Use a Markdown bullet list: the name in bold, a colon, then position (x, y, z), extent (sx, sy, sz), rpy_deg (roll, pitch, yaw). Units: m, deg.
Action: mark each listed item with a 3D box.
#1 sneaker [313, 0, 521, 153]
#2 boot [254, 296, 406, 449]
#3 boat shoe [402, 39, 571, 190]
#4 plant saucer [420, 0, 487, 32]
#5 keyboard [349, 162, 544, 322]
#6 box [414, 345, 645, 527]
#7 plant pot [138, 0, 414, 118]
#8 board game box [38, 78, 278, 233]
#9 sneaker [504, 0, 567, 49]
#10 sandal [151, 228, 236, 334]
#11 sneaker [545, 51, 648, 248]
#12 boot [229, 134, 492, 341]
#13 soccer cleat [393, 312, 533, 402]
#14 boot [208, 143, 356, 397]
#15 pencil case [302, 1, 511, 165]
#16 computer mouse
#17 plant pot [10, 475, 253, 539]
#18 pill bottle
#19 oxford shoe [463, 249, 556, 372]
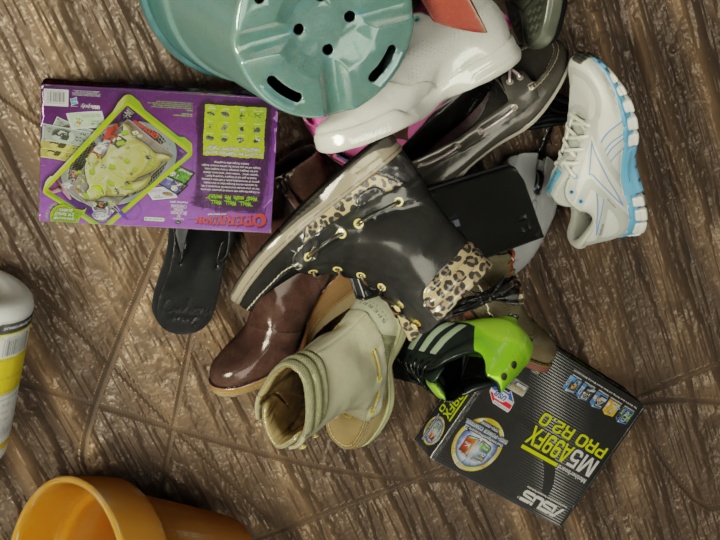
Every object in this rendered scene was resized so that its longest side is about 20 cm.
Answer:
- **sneaker**: position (0.035, -0.170, 1.332), extent (0.199, 0.075, 0.089), rpy_deg (-32, 104, -19)
- **boot**: position (-0.032, 0.120, 1.462), extent (0.154, 0.072, 0.201), rpy_deg (-38, 154, -40)
- **boat shoe**: position (0.109, -0.146, 1.461), extent (0.200, 0.067, 0.057), rpy_deg (-43, 138, 2)
- **plant saucer**: position (0.025, -0.299, 1.287), extent (0.037, 0.200, 0.201), rpy_deg (-29, 123, 10)
- **keyboard**: position (0.080, -0.013, 1.446), extent (0.198, 0.021, 0.128), rpy_deg (-18, 87, -24)
- **box**: position (0.176, 0.156, 1.642), extent (0.199, 0.044, 0.161), rpy_deg (31, 97, -32)
- **plant pot**: position (-0.060, -0.221, 1.279), extent (0.198, 0.196, 0.202), rpy_deg (-10, 117, -20)
- **board game box**: position (-0.170, -0.096, 1.349), extent (0.198, 0.032, 0.121), rpy_deg (3, 105, -6)
- **sneaker**: position (0.183, -0.288, 1.398), extent (0.113, 0.076, 0.202), rpy_deg (7, 77, -31)
- **sandal**: position (-0.139, -0.035, 1.416), extent (0.075, 0.043, 0.202), rpy_deg (-2, 113, -23)
- **sneaker**: position (0.210, -0.103, 1.480), extent (0.086, 0.075, 0.201), rpy_deg (-23, 121, -12)
- **boot**: position (0.000, 0.000, 1.359), extent (0.200, 0.073, 0.151), rpy_deg (-43, 96, 10)
- **soccer cleat**: position (0.073, 0.084, 1.479), extent (0.068, 0.199, 0.081), rpy_deg (53, 54, -22)
- **boot**: position (-0.085, 0.000, 1.439), extent (0.200, 0.072, 0.167), rpy_deg (-39, 126, -15)
- **pencil case**: position (0.039, -0.176, 1.408), extent (0.200, 0.091, 0.094), rpy_deg (-48, 120, -1)
- **computer mouse**: position (0.164, -0.073, 1.534), extent (0.109, 0.044, 0.202), rpy_deg (13, 107, -29)
- **plant pot**: position (-0.197, 0.289, 1.464), extent (0.182, 0.200, 0.202), rpy_deg (6, 111, -43)
- **pill bottle**: position (-0.345, 0.102, 1.346), extent (0.111, 0.112, 0.202), rpy_deg (6, 110, -26)
- **oxford shoe**: position (0.127, 0.017, 1.509), extent (0.075, 0.071, 0.200), rpy_deg (-42, 111, 15)
